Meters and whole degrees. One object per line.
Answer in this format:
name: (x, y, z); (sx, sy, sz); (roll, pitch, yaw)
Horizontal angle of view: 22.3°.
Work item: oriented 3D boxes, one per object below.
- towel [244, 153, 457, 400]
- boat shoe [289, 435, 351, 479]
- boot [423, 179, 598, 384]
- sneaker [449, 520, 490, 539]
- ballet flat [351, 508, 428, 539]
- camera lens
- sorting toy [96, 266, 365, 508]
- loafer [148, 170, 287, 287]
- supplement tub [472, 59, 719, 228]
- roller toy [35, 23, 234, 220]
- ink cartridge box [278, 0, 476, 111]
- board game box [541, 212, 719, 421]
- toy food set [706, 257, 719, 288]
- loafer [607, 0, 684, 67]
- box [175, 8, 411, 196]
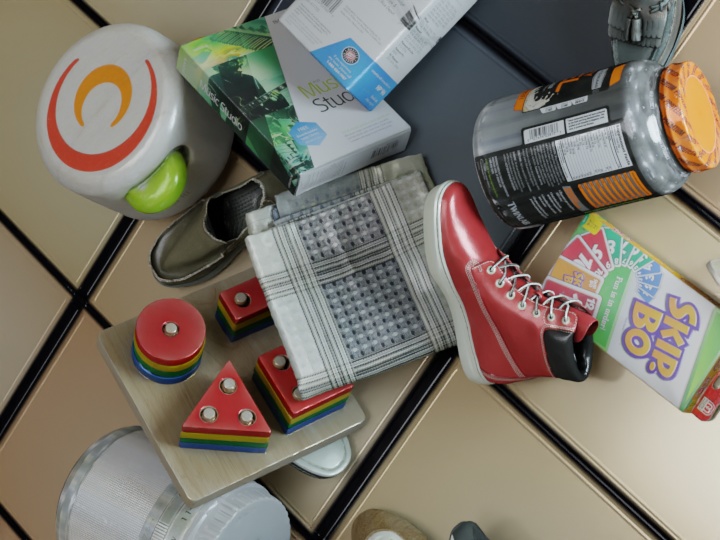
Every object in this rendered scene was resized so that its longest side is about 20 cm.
towel: (0.000, 0.000, 1.748); (0.192, 0.035, 0.201); (-19, 73, -2)
boat shoe: (-0.091, 0.141, 1.830); (0.200, 0.075, 0.060); (45, 147, 17)
boot: (0.142, 0.008, 1.649); (0.144, 0.072, 0.201); (-4, 113, 42)
sneaker: (0.162, 0.299, 1.661); (0.085, 0.074, 0.200); (-44, 75, 15)
ballet flat: (0.051, 0.297, 1.721); (0.200, 0.072, 0.068); (45, 108, 26)
camera lens: (-0.190, 0.256, 1.821); (0.199, 0.160, 0.161); (21, 97, 31)
sorting toy: (-0.123, 0.095, 1.772); (0.200, 0.198, 0.070); (57, 155, 21)
loafer: (-0.149, -0.048, 1.873); (0.200, 0.070, 0.076); (-34, 70, 25)
supplement tub: (0.211, -0.115, 1.626); (0.199, 0.122, 0.123); (-13, 79, 29)
roller toy: (-0.228, -0.153, 1.890); (0.182, 0.140, 0.201); (6, 79, 30)
ink cartridge box: (0.034, -0.269, 1.765); (0.200, 0.068, 0.116); (-45, 65, 5)
board game box: (0.256, 0.041, 1.643); (0.200, 0.030, 0.096); (38, 106, 26)
toy food set: (0.404, -0.011, 1.534); (0.200, 0.060, 0.144); (-42, 67, 21)
loafer: (0.258, -0.267, 1.643); (0.072, 0.063, 0.201); (16, 94, 32)
box: (-0.066, -0.169, 1.792); (0.200, 0.144, 0.036); (46, 141, 26)
